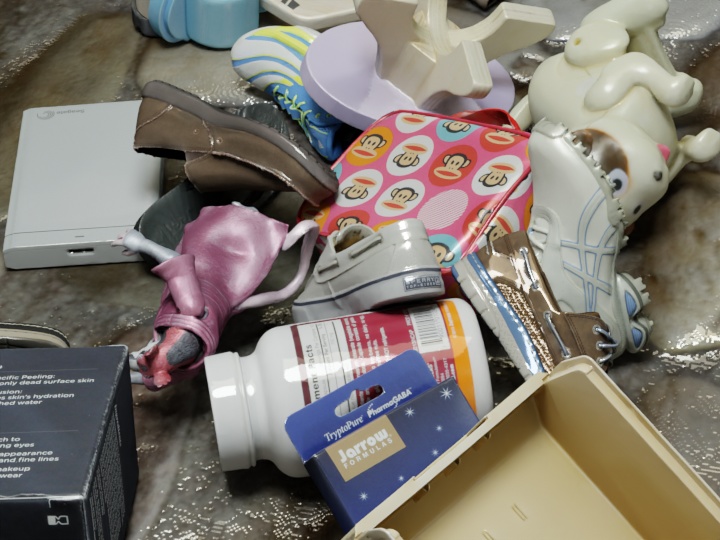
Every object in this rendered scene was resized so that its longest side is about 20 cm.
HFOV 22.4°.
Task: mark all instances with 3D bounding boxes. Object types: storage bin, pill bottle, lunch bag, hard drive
[{"bbox_3d":[0.124,0.186,1.169,0.200,0.094,0.199,-37,80,-31],"label":"storage bin"},{"bbox_3d":[-0.010,0.089,1.335,0.200,0.113,0.113,-9,41,-5],"label":"pill bottle"},{"bbox_3d":[0.064,-0.061,1.471,0.200,0.082,0.176,19,64,45],"label":"lunch bag"},{"bbox_3d":[-0.241,-0.079,1.610,0.132,0.027,0.200,-4,41,0],"label":"hard drive"}]

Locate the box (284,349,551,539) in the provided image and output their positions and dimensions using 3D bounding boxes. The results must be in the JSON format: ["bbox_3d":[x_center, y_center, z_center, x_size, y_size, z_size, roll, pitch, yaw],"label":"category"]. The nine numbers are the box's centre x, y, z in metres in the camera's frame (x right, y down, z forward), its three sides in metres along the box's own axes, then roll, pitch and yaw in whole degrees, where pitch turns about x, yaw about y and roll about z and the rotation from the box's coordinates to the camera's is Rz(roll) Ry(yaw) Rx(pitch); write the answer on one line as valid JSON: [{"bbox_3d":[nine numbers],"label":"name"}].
[{"bbox_3d":[0.046,0.158,1.235,0.121,0.032,0.200,-28,80,-24],"label":"box"}]

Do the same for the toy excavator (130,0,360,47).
[{"bbox_3d":[-0.102,-0.267,1.776,0.194,0.100,0.200,-36,63,-29],"label":"toy excavator"}]

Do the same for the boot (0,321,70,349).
[{"bbox_3d":[-0.321,0.031,1.460,0.199,0.073,0.151,-4,41,8],"label":"boot"}]

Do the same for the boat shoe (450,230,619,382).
[{"bbox_3d":[0.149,0.058,1.327,0.072,0.072,0.200,-36,82,6],"label":"boat shoe"}]

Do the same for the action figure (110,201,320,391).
[{"bbox_3d":[-0.124,0.038,1.398,0.149,0.134,0.200,12,30,1],"label":"action figure"}]

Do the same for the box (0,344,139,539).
[{"bbox_3d":[-0.264,0.149,1.254,0.196,0.118,0.200,-1,28,3],"label":"box"}]

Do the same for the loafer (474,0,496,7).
[{"bbox_3d":[0.188,-0.319,1.830,0.200,0.072,0.063,-25,65,-13],"label":"loafer"}]

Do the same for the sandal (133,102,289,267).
[{"bbox_3d":[-0.114,-0.074,1.556,0.075,0.048,0.201,44,54,-10],"label":"sandal"}]

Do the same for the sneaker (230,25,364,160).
[{"bbox_3d":[-0.041,-0.159,1.648,0.200,0.076,0.105,14,45,18],"label":"sneaker"}]

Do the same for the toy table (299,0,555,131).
[{"bbox_3d":[0.061,-0.193,1.576,0.200,0.117,0.184,-7,58,-30],"label":"toy table"}]

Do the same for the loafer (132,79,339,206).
[{"bbox_3d":[-0.106,-0.090,1.499,0.200,0.073,0.071,25,87,29],"label":"loafer"}]

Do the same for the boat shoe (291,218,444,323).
[{"bbox_3d":[0.000,0.000,1.388,0.071,0.200,0.070,-6,83,-23],"label":"boat shoe"}]

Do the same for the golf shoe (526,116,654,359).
[{"bbox_3d":[0.153,-0.013,1.381,0.097,0.200,0.078,-25,18,-15],"label":"golf shoe"}]

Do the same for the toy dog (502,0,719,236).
[{"bbox_3d":[0.205,-0.119,1.540,0.193,0.140,0.200,-10,40,14],"label":"toy dog"}]
